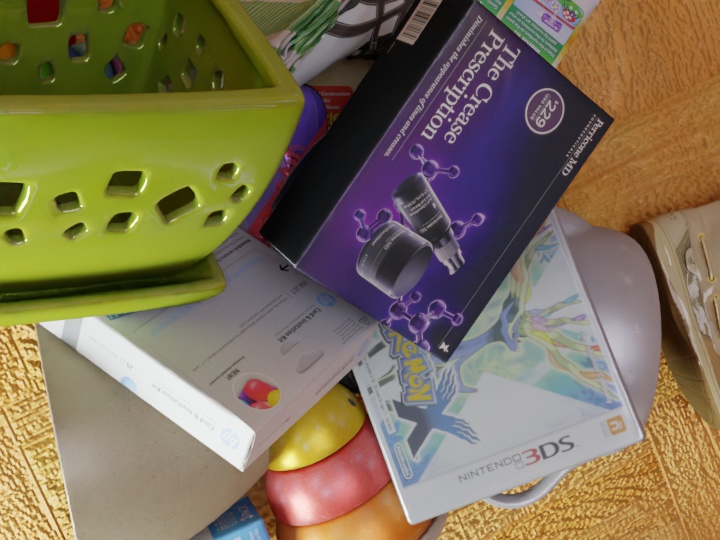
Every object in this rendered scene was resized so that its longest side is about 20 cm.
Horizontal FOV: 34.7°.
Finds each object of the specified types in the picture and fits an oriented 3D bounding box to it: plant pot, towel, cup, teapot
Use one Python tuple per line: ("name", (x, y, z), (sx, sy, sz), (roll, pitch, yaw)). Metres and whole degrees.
("plant pot", (-0.176, -0.082, 0.699), (0.198, 0.200, 0.182), (-7, 136, -31))
("towel", (-0.054, -0.211, 0.832), (0.200, 0.152, 0.023), (-54, 134, -28))
("cup", (-0.147, 0.111, 0.829), (0.142, 0.200, 0.202), (-12, 97, -16))
("teapot", (0.142, 0.058, 0.920), (0.145, 0.198, 0.201), (2, 53, -6))

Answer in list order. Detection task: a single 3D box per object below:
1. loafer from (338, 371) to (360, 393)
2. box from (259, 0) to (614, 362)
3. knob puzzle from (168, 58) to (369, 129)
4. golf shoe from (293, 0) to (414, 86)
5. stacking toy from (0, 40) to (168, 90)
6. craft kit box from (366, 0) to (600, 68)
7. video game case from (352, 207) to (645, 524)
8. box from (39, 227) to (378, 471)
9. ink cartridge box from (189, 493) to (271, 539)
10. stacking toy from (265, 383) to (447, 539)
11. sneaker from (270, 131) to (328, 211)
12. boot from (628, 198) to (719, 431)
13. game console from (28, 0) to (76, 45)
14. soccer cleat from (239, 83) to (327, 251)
("loafer", (0.000, 0.000, 0.905), (0.073, 0.072, 0.201), (-8, 112, -43))
("box", (0.051, -0.063, 0.769), (0.141, 0.079, 0.201), (32, 94, -31))
("knob puzzle", (-0.070, -0.118, 0.911), (0.218, 0.030, 0.221), (-5, 108, -17))
("golf shoe", (0.010, -0.184, 0.866), (0.200, 0.078, 0.095), (-46, 114, -18))
("stacking toy", (-0.239, -0.129, 0.807), (0.199, 0.085, 0.086), (0, 94, -39))
("craft kit box", (0.088, -0.231, 0.953), (0.200, 0.048, 0.198), (36, 81, -15))
("video game case", (0.084, 0.059, 0.837), (0.181, 0.022, 0.201), (-22, 81, 9))
("box", (-0.109, 0.027, 0.779), (0.199, 0.156, 0.041), (31, 128, 15))
("ink cartridge box", (-0.166, 0.241, 0.874), (0.199, 0.115, 0.068), (-22, 100, -14))
("stacking toy", (-0.031, 0.134, 0.876), (0.146, 0.146, 0.201), (-30, 110, -12))
("sneaker", (0.040, -0.078, 0.837), (0.199, 0.081, 0.115), (-46, 108, -6))
("boot", (0.339, 0.026, 1.024), (0.155, 0.073, 0.201), (-22, 94, -10))
("game console", (-0.313, -0.125, 0.861), (0.172, 0.118, 0.201), (-6, 97, -46))
("soccer cleat", (-0.066, -0.043, 0.879), (0.068, 0.073, 0.201), (16, 101, -23))
